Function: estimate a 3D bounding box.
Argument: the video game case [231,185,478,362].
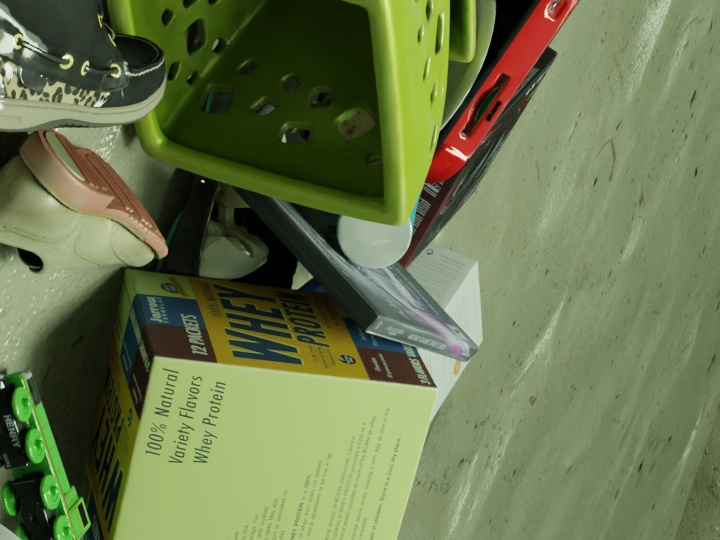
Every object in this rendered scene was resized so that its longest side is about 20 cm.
[{"bbox_3d":[0.000,0.000,1.418,0.019,0.143,0.200,-46,159,9],"label":"video game case"}]

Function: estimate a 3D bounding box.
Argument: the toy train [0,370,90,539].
[{"bbox_3d":[-0.202,0.155,1.319,0.056,0.041,0.202,-52,129,-67],"label":"toy train"}]

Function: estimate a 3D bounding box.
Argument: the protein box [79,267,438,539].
[{"bbox_3d":[-0.077,0.125,1.418,0.135,0.198,0.200,-119,-140,-61],"label":"protein box"}]

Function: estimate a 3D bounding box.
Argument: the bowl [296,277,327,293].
[{"bbox_3d":[-0.061,0.076,1.574,0.201,0.039,0.201,-45,171,-9],"label":"bowl"}]

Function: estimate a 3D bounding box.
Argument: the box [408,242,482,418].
[{"bbox_3d":[0.018,0.082,1.790,0.201,0.097,0.125,-55,156,-29],"label":"box"}]

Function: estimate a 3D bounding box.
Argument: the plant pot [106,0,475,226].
[{"bbox_3d":[-0.030,-0.177,1.298,0.201,0.197,0.182,84,29,-49],"label":"plant pot"}]

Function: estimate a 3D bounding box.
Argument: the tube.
[{"bbox_3d":[0.011,-0.049,1.447,0.200,0.077,0.051,-82,169,-76],"label":"tube"}]

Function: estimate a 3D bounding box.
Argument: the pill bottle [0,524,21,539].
[{"bbox_3d":[-0.276,0.244,1.233,0.201,0.112,0.113,-56,156,-24],"label":"pill bottle"}]

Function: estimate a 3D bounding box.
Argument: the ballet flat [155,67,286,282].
[{"bbox_3d":[-0.095,-0.043,1.437,0.068,0.068,0.202,-16,126,-61],"label":"ballet flat"}]

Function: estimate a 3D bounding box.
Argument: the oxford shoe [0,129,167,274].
[{"bbox_3d":[-0.181,-0.032,1.274,0.074,0.071,0.200,-41,159,4],"label":"oxford shoe"}]

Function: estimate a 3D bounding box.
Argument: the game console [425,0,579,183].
[{"bbox_3d":[0.069,-0.174,1.456,0.031,0.177,0.201,28,102,-35],"label":"game console"}]

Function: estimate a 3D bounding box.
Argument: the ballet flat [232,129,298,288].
[{"bbox_3d":[-0.070,-0.031,1.541,0.057,0.066,0.202,-90,-161,-65],"label":"ballet flat"}]

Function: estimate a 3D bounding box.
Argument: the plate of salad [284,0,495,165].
[{"bbox_3d":[0.010,-0.154,1.437,0.048,0.199,0.202,32,80,-39],"label":"plate of salad"}]

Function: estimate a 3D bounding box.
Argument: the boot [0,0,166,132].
[{"bbox_3d":[-0.163,-0.162,1.159,0.199,0.073,0.152,-14,125,-57],"label":"boot"}]

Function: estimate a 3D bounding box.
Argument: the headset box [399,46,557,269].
[{"bbox_3d":[0.064,-0.098,1.680,0.149,0.077,0.201,-47,170,-44],"label":"headset box"}]
